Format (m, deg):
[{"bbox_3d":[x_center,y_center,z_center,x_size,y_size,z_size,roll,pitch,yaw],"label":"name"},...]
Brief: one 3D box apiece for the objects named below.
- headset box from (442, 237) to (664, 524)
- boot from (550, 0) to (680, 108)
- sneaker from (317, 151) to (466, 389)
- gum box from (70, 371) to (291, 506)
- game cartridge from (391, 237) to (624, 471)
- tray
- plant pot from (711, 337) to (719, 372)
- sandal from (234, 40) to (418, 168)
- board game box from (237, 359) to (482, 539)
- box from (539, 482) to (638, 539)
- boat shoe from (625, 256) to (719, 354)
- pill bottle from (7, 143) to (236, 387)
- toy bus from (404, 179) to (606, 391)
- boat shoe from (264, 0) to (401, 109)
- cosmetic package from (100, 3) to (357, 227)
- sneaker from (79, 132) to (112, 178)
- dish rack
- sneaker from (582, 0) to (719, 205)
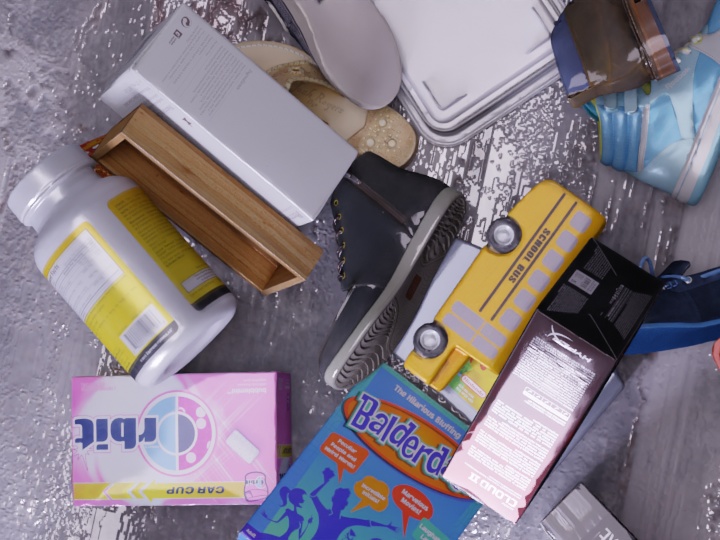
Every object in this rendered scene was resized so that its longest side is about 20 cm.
[{"bbox_3d":[0.150,0.095,1.415,0.075,0.149,0.201,32,122,9],"label":"headset box"},{"bbox_3d":[0.193,-0.227,1.504,0.096,0.075,0.201,-26,51,10],"label":"boot"},{"bbox_3d":[0.000,0.000,1.529,0.106,0.075,0.201,27,79,25],"label":"sneaker"},{"bbox_3d":[-0.163,0.149,1.568,0.198,0.066,0.115,-2,85,9],"label":"gum box"},{"bbox_3d":[0.125,0.071,1.542,0.200,0.040,0.134,40,90,10],"label":"game cartridge"},{"bbox_3d":[-0.132,-0.059,1.524,0.199,0.098,0.037,38,68,-14],"label":"tray"},{"bbox_3d":[0.409,0.106,1.418,0.199,0.176,0.201,-28,82,6],"label":"plant pot"},{"bbox_3d":[-0.047,-0.153,1.568,0.210,0.070,0.078,26,90,10],"label":"sandal"},{"bbox_3d":[0.013,0.197,1.503,0.151,0.045,0.200,35,66,8],"label":"board game box"},{"bbox_3d":[0.216,0.244,1.430,0.050,0.200,0.158,-44,81,0],"label":"box"},{"bbox_3d":[0.274,0.026,1.506,0.198,0.084,0.069,-7,70,-9],"label":"boat shoe"},{"bbox_3d":[-0.207,-0.008,1.510,0.112,0.112,0.200,-42,85,4],"label":"pill bottle"},{"bbox_3d":[0.120,0.018,1.497,0.078,0.065,0.201,35,92,9],"label":"toy bus"},{"bbox_3d":[-0.036,-0.229,1.569,0.074,0.093,0.201,-33,95,-8],"label":"boat shoe"},{"bbox_3d":[-0.113,-0.125,1.514,0.200,0.113,0.081,40,70,-12],"label":"cosmetic package"},{"bbox_3d":[-0.203,-0.093,1.601,0.198,0.073,0.078,-23,115,3],"label":"sneaker"},{"bbox_3d":[0.083,-0.230,1.565,0.171,0.044,0.201,-33,81,7],"label":"dish rack"},{"bbox_3d":[0.261,-0.169,1.513,0.129,0.080,0.202,18,89,9],"label":"sneaker"}]
